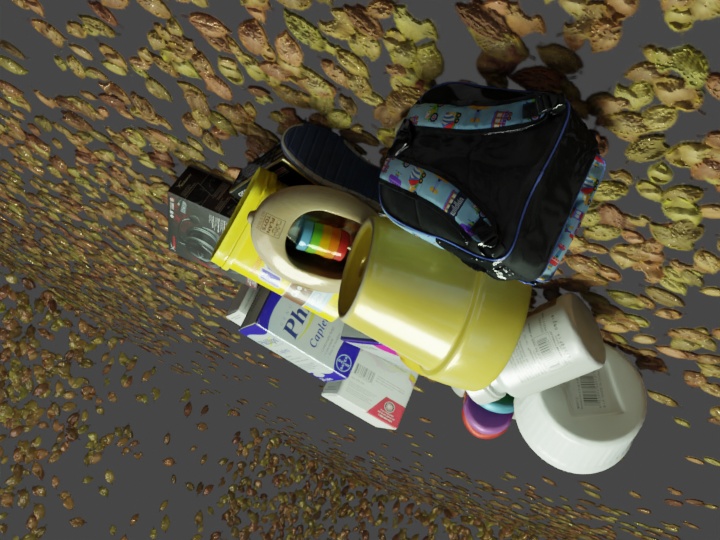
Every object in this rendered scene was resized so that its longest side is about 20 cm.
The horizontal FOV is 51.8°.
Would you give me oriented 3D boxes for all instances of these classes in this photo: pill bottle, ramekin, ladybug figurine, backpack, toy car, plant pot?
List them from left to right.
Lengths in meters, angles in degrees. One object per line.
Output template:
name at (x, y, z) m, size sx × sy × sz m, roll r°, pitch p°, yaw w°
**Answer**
ladybug figurine at (-0.053, -0.046, 0.965) m, size 0.198 × 0.137 × 0.072 m, roll 20°, pitch -165°, yaw -21°
plant pot at (0.079, 0.024, 0.896) m, size 0.186 × 0.204 × 0.201 m, roll 17°, pitch 160°, yaw -13°
backpack at (0.124, -0.097, 0.770) m, size 0.199 × 0.185 × 0.134 m, roll 24°, pitch 180°, yaw 42°
toy car at (0.247, 0.239, 1.398) m, size 0.173 × 0.152 × 0.201 m, roll 21°, pitch 158°, yaw 10°
pill bottle at (0.248, 0.123, 1.096) m, size 0.198 × 0.116 × 0.114 m, roll -29°, pitch 128°, yaw 30°
ramekin at (0.350, 0.206, 1.167) m, size 0.198 × 0.202 × 0.098 m, roll 21°, pitch 151°, yaw 9°

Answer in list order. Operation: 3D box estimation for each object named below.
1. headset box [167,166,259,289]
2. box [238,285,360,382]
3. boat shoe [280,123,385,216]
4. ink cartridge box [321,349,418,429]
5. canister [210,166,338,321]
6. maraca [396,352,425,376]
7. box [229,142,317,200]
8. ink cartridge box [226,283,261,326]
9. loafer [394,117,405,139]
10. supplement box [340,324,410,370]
headset box at (-0.227, -0.068, 1.272) m, size 0.198 × 0.078 × 0.150 m, roll 24°, pitch 139°, yaw 6°
box at (-0.085, 0.072, 1.336) m, size 0.198 × 0.186 × 0.105 m, roll 32°, pitch 159°, yaw -17°
boat shoe at (-0.023, -0.122, 0.996) m, size 0.198 × 0.073 × 0.072 m, roll 30°, pitch 159°, yaw -12°
ink cartridge box at (0.034, 0.184, 1.436) m, size 0.147 × 0.202 × 0.085 m, roll 33°, pitch 157°, yaw -19°
canister at (-0.091, -0.033, 1.054) m, size 0.198 × 0.150 × 0.087 m, roll 29°, pitch -163°, yaw -15°
maraca at (0.129, 0.115, 1.206) m, size 0.198 × 0.139 × 0.107 m, roll 13°, pitch 136°, yaw -42°
box at (-0.090, -0.113, 1.119) m, size 0.159 × 0.050 × 0.199 m, roll 34°, pitch 156°, yaw -24°
ink cartridge box at (-0.138, 0.072, 1.443) m, size 0.199 × 0.146 × 0.084 m, roll 33°, pitch 157°, yaw -19°
loafer at (0.114, -0.104, 0.895) m, size 0.199 × 0.069 × 0.075 m, roll 33°, pitch 157°, yaw -17°
supplement box at (0.076, 0.108, 1.310) m, size 0.100 × 0.105 × 0.199 m, roll 0°, pitch 158°, yaw 45°
